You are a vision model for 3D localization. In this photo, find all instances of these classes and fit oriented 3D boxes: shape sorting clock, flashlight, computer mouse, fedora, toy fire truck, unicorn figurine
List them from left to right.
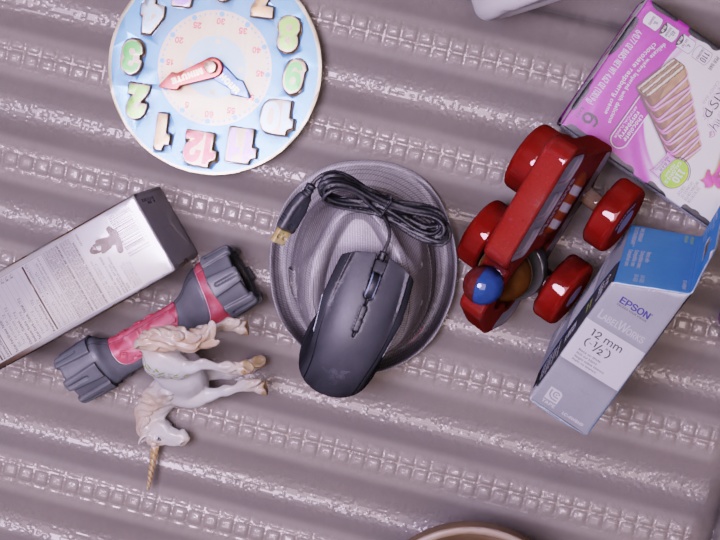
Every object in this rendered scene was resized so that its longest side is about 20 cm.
[{"bbox_3d":[-0.191,0.051,1.277,0.200,0.068,0.068,-29,90,6],"label":"flashlight"},{"bbox_3d":[-0.157,0.104,1.262,0.137,0.074,0.200,-10,133,4],"label":"unicorn figurine"},{"bbox_3d":[-0.135,-0.188,1.262,0.200,0.039,0.200,0,96,4],"label":"shape sorting clock"},{"bbox_3d":[-0.021,0.015,1.178,0.140,0.046,0.200,26,107,-7],"label":"computer mouse"},{"bbox_3d":[0.000,0.000,1.246,0.177,0.090,0.200,6,96,3],"label":"fedora"},{"bbox_3d":[0.145,-0.032,1.175,0.112,0.168,0.200,38,112,17],"label":"toy fire truck"}]

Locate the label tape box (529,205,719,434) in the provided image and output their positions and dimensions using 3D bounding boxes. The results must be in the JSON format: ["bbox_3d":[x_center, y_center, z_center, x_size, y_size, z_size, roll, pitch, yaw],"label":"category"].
[{"bbox_3d":[0.231,0.025,1.179,0.066,0.143,0.200,31,117,4],"label":"label tape box"}]

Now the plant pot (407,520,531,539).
[{"bbox_3d":[0.103,0.324,1.273,0.201,0.093,0.201,1,97,4],"label":"plant pot"}]

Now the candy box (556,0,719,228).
[{"bbox_3d":[0.297,-0.131,1.228,0.200,0.061,0.136,34,98,-1],"label":"candy box"}]

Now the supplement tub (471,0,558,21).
[{"bbox_3d":[0.134,-0.329,1.183,0.132,0.132,0.200,-17,95,5],"label":"supplement tub"}]

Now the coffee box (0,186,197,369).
[{"bbox_3d":[-0.262,0.007,1.254,0.200,0.114,0.080,-29,94,7],"label":"coffee box"}]

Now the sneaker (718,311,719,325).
[{"bbox_3d":[0.408,0.021,1.232,0.200,0.080,0.089,-36,85,8],"label":"sneaker"}]
